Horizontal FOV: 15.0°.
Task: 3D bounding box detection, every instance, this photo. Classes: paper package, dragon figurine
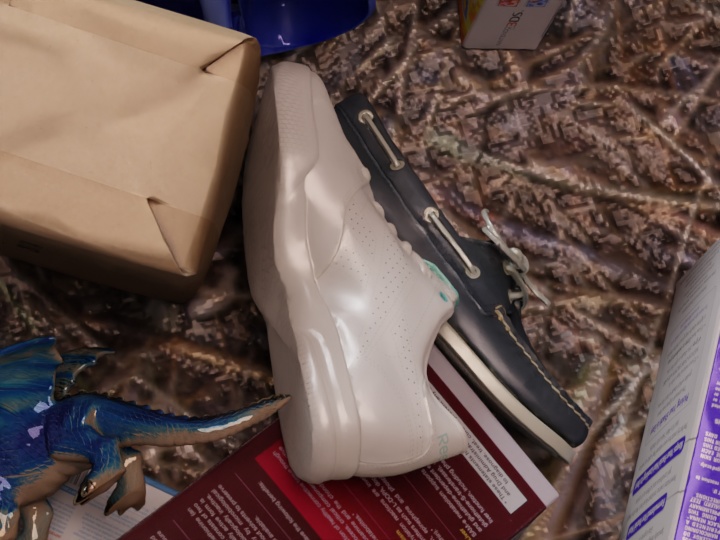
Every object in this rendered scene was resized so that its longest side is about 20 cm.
[{"bbox_3d":[-0.144,-0.062,1.180,0.189,0.200,0.104,16,85,-4],"label":"paper package"},{"bbox_3d":[-0.136,0.061,1.176,0.199,0.059,0.100,-26,73,19],"label":"dragon figurine"}]

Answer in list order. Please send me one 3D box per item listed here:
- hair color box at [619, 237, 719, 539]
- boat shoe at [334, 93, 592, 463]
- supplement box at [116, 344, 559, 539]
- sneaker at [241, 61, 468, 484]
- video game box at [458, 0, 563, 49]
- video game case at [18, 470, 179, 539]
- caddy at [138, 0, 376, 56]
[{"bbox_3d":[0.165,0.088,1.242,0.064,0.109,0.201,18,71,-4],"label":"hair color box"},{"bbox_3d":[0.043,0.003,1.270,0.062,0.075,0.200,-41,74,-8],"label":"boat shoe"},{"bbox_3d":[-0.021,0.123,1.205,0.200,0.061,0.109,-35,81,-30],"label":"supplement box"},{"bbox_3d":[0.000,0.000,1.211,0.088,0.075,0.201,-2,64,-16],"label":"sneaker"},{"bbox_3d":[0.077,-0.231,1.292,0.046,0.182,0.201,-1,72,-8],"label":"video game box"},{"bbox_3d":[-0.136,0.181,1.206,0.142,0.018,0.201,25,69,-2],"label":"video game case"},{"bbox_3d":[-0.065,-0.142,1.214,0.140,0.200,0.106,-7,79,1],"label":"caddy"}]
